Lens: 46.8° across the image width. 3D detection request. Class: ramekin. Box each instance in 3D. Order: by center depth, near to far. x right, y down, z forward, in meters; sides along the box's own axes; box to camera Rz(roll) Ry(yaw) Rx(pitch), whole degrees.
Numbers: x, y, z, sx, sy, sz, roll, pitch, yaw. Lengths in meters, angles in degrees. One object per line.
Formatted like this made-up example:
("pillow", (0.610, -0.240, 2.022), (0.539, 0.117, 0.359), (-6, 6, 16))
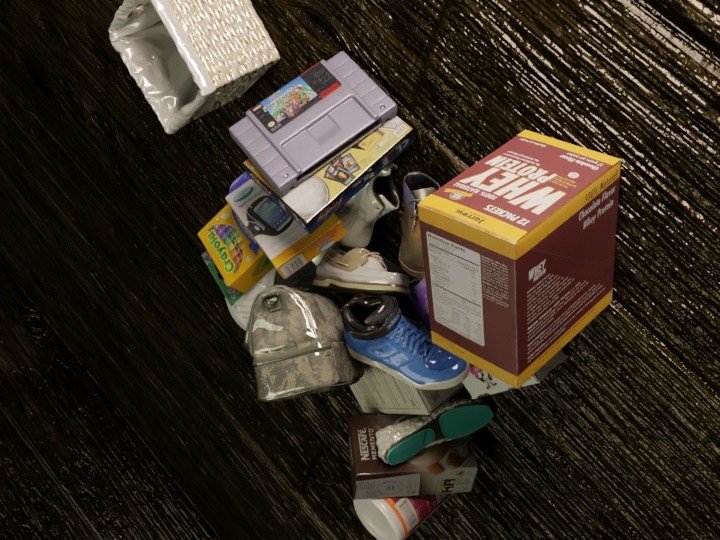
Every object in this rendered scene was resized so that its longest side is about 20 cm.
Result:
("ramekin", (-0.129, 0.018, 1.443), (0.104, 0.200, 0.201), (5, 123, 40))

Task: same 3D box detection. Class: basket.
("basket", (-0.265, -0.357, 1.311), (0.201, 0.160, 0.198), (59, 149, -7))

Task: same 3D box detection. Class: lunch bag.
("lunch bag", (-0.088, 0.106, 1.285), (0.138, 0.200, 0.169), (-13, 83, 16))

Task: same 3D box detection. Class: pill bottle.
("pill bottle", (0.093, 0.373, 1.448), (0.114, 0.199, 0.115), (34, 142, 31))

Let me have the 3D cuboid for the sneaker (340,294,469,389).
("sneaker", (0.058, 0.096, 1.188), (0.199, 0.077, 0.112), (18, 144, 30))

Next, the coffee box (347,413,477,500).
("coffee box", (0.082, 0.304, 1.377), (0.080, 0.198, 0.115), (95, 170, -47))

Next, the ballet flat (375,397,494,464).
("ballet flat", (0.113, 0.241, 1.328), (0.072, 0.199, 0.072), (160, 90, -79))

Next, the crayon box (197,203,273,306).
("crayon box", (-0.181, -0.056, 1.355), (0.126, 0.200, 0.052), (53, -167, 31))

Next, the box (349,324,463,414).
("box", (0.066, 0.155, 1.373), (0.199, 0.109, 0.129), (-14, 107, 57))

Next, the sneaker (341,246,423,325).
("sneaker", (0.035, 0.057, 1.346), (0.200, 0.083, 0.121), (41, 142, 38))

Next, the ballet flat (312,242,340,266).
("ballet flat", (-0.080, -0.088, 1.383), (0.201, 0.069, 0.069), (61, 151, 14))

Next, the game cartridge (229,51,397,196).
("game cartridge", (-0.066, -0.205, 1.129), (0.130, 0.199, 0.038), (49, 168, 18))

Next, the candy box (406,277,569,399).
("candy box", (0.173, 0.072, 1.182), (0.201, 0.071, 0.168), (57, 149, 0))

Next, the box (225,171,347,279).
("box", (-0.120, -0.091, 1.270), (0.200, 0.119, 0.042), (51, 173, 37))

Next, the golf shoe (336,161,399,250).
("golf shoe", (0.012, -0.097, 1.253), (0.097, 0.078, 0.201), (30, 142, 27))

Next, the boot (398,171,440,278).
("boot", (0.081, -0.063, 1.119), (0.200, 0.074, 0.098), (-103, 3, -68))

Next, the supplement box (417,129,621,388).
("supplement box", (0.186, -0.018, 0.958), (0.132, 0.197, 0.201), (27, 139, 39))

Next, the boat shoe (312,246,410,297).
("boat shoe", (0.000, 0.000, 1.259), (0.199, 0.074, 0.069), (6, 80, 47))

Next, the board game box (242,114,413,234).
("board game box", (-0.043, -0.162, 1.144), (0.135, 0.200, 0.035), (43, 166, 21))
